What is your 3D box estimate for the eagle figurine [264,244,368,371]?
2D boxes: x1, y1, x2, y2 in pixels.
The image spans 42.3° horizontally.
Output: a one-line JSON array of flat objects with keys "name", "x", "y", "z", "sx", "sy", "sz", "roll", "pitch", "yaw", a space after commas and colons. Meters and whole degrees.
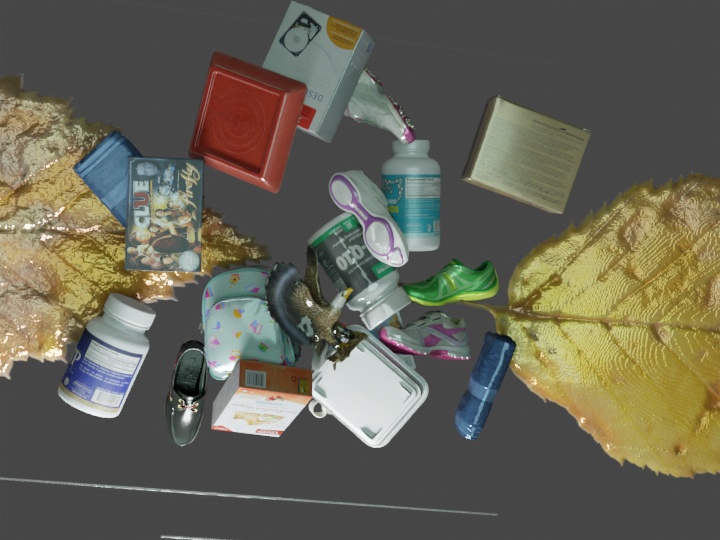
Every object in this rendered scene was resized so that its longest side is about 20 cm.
[{"name": "eagle figurine", "x": -0.076, "y": 0.067, "z": 1.643, "sx": 0.200, "sy": 0.152, "sz": 0.151, "roll": 44, "pitch": 75, "yaw": 4}]

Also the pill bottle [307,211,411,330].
[{"name": "pill bottle", "x": 0.000, "y": 0.000, "z": 1.698, "sx": 0.113, "sy": 0.113, "sz": 0.201, "roll": -34, "pitch": 86, "yaw": -3}]

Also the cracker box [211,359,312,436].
[{"name": "cracker box", "x": -0.179, "y": 0.233, "z": 1.669, "sx": 0.133, "sy": 0.200, "sz": 0.058, "roll": 10, "pitch": 58, "yaw": -19}]

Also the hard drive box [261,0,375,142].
[{"name": "hard drive box", "x": -0.088, "y": -0.354, "z": 1.662, "sx": 0.155, "sy": 0.077, "sz": 0.201, "roll": 25, "pitch": 92, "yaw": 17}]

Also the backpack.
[{"name": "backpack", "x": -0.203, "y": 0.090, "z": 1.682, "sx": 0.174, "sy": 0.153, "sz": 0.202, "roll": -6, "pitch": 88, "yaw": 5}]

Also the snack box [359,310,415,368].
[{"name": "snack box", "x": 0.044, "y": 0.102, "z": 1.778, "sx": 0.071, "sy": 0.024, "sz": 0.202, "roll": -18, "pitch": 98, "yaw": -4}]

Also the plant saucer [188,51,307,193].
[{"name": "plant saucer", "x": -0.210, "y": -0.262, "z": 1.641, "sx": 0.198, "sy": 0.037, "sz": 0.202, "roll": 23, "pitch": 107, "yaw": 18}]

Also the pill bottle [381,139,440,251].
[{"name": "pill bottle", "x": 0.093, "y": -0.139, "z": 1.717, "sx": 0.110, "sy": 0.111, "sz": 0.202, "roll": -1, "pitch": 95, "yaw": -7}]

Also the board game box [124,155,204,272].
[{"name": "board game box", "x": -0.348, "y": -0.099, "z": 1.654, "sx": 0.134, "sy": 0.035, "sz": 0.202, "roll": 2, "pitch": 94, "yaw": -8}]

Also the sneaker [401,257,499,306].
[{"name": "sneaker", "x": 0.165, "y": 0.020, "z": 1.764, "sx": 0.198, "sy": 0.074, "sz": 0.084, "roll": -9, "pitch": 99, "yaw": -16}]

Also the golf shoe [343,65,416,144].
[{"name": "golf shoe", "x": 0.024, "y": -0.290, "z": 1.691, "sx": 0.091, "sy": 0.075, "sz": 0.200, "roll": -41, "pitch": 65, "yaw": 9}]

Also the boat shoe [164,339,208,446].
[{"name": "boat shoe", "x": -0.324, "y": 0.231, "z": 1.726, "sx": 0.073, "sy": 0.063, "sz": 0.203, "roll": 9, "pitch": 96, "yaw": -11}]

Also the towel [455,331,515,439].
[{"name": "towel", "x": 0.233, "y": 0.215, "z": 1.762, "sx": 0.048, "sy": 0.112, "sz": 0.201, "roll": 22, "pitch": 93, "yaw": -2}]

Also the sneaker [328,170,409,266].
[{"name": "sneaker", "x": 0.032, "y": -0.101, "z": 1.657, "sx": 0.075, "sy": 0.099, "sz": 0.201, "roll": -38, "pitch": 84, "yaw": 36}]

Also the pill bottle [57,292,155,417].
[{"name": "pill bottle", "x": -0.449, "y": 0.149, "z": 1.671, "sx": 0.119, "sy": 0.120, "sz": 0.201, "roll": 25, "pitch": 92, "yaw": -9}]

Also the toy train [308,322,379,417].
[{"name": "toy train", "x": -0.033, "y": 0.181, "z": 1.765, "sx": 0.149, "sy": 0.056, "sz": 0.202, "roll": 7, "pitch": 101, "yaw": 10}]

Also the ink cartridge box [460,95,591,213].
[{"name": "ink cartridge box", "x": 0.310, "y": -0.216, "z": 1.756, "sx": 0.198, "sy": 0.075, "sz": 0.166, "roll": 19, "pitch": 91, "yaw": -8}]

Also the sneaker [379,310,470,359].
[{"name": "sneaker", "x": 0.122, "y": 0.117, "z": 1.755, "sx": 0.199, "sy": 0.081, "sz": 0.089, "roll": 10, "pitch": 81, "yaw": -33}]

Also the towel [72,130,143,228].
[{"name": "towel", "x": -0.414, "y": -0.146, "z": 1.682, "sx": 0.111, "sy": 0.049, "sz": 0.200, "roll": -41, "pitch": 98, "yaw": -3}]

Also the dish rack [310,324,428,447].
[{"name": "dish rack", "x": 0.006, "y": 0.219, "z": 1.714, "sx": 0.200, "sy": 0.044, "sz": 0.172, "roll": 40, "pitch": 105, "yaw": 3}]
